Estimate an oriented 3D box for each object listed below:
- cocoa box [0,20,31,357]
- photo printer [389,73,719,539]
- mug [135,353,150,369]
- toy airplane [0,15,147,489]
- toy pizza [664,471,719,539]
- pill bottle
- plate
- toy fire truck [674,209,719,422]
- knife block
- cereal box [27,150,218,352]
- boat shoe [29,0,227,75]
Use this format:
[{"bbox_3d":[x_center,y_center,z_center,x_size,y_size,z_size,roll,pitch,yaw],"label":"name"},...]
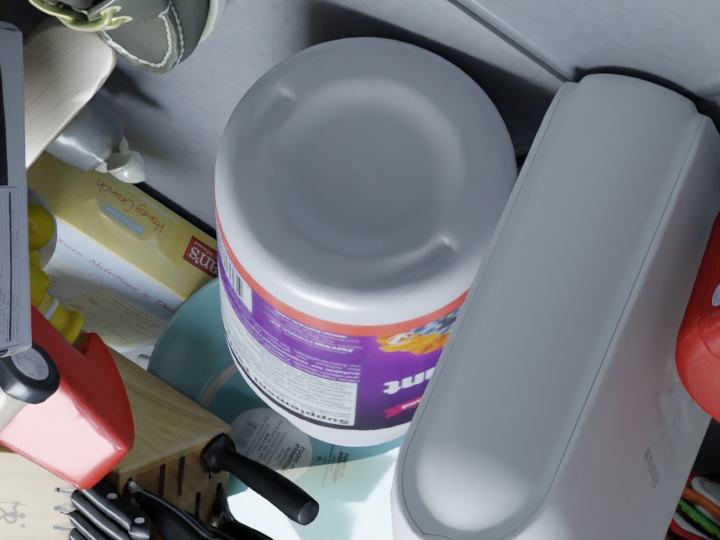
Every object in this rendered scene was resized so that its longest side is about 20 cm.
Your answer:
[{"bbox_3d":[-0.237,-0.026,1.016,0.200,0.134,0.131,-2,-178,10],"label":"cocoa box"},{"bbox_3d":[0.077,0.053,0.985,0.069,0.200,0.166,16,157,22],"label":"photo printer"},{"bbox_3d":[-0.053,0.146,1.374,0.186,0.153,0.149,22,175,-1],"label":"mug"},{"bbox_3d":[-0.184,-0.013,1.152,0.200,0.200,0.141,4,-165,23],"label":"toy airplane"},{"bbox_3d":[0.197,0.144,1.204,0.200,0.032,0.200,33,-166,-9],"label":"toy pizza"},{"bbox_3d":[0.000,0.000,1.066,0.111,0.112,0.200,22,160,7],"label":"pill bottle"},{"bbox_3d":[-0.010,0.085,1.247,0.200,0.026,0.200,8,121,13],"label":"plate"},{"bbox_3d":[0.183,0.033,0.967,0.176,0.129,0.200,31,148,-16],"label":"toy fire truck"},{"bbox_3d":[-0.096,0.091,1.242,0.175,0.200,0.064,6,117,-1],"label":"knife block"},{"bbox_3d":[-0.157,-0.011,1.315,0.144,0.040,0.200,34,156,-23],"label":"cereal box"},{"bbox_3d":[-0.099,-0.122,0.953,0.072,0.060,0.202,17,158,19],"label":"boat shoe"}]
